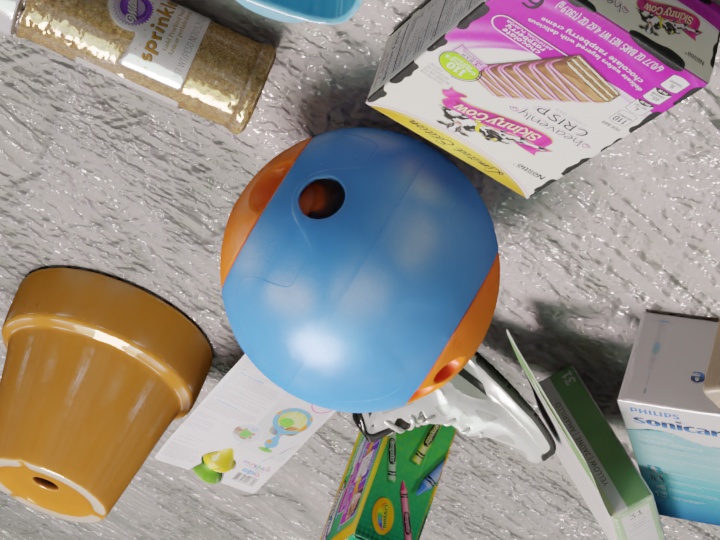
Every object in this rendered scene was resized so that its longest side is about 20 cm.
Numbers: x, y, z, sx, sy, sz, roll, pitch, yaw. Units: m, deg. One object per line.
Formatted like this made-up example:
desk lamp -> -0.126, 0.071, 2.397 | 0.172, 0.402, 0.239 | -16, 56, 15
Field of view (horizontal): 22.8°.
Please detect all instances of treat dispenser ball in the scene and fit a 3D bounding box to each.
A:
treat dispenser ball -> 0.000, 0.000, 1.265 | 0.200, 0.202, 0.201 | 16, 152, 9

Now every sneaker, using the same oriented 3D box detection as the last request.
sneaker -> 0.062, 0.113, 1.480 | 0.200, 0.115, 0.076 | 43, -178, -11

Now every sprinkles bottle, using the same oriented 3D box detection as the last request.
sprinkles bottle -> -0.160, -0.163, 1.226 | 0.199, 0.069, 0.068 | 24, 152, -7

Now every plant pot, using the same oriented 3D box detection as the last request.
plant pot -> -0.263, 0.128, 1.684 | 0.199, 0.184, 0.200 | 15, 152, 8

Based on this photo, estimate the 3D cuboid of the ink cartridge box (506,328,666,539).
ink cartridge box -> 0.186, 0.139, 1.461 | 0.048, 0.146, 0.200 | -27, 144, -3

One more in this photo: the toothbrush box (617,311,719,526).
toothbrush box -> 0.297, 0.127, 1.421 | 0.146, 0.086, 0.200 | 7, 150, 24

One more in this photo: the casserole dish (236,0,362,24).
casserole dish -> -0.042, -0.223, 1.074 | 0.121, 0.039, 0.200 | 19, 153, 1

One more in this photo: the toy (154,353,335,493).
toy -> -0.094, 0.122, 1.669 | 0.115, 0.047, 0.200 | 24, 122, -28

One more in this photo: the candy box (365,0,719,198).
candy box -> 0.110, -0.131, 1.111 | 0.136, 0.061, 0.200 | 29, 152, -17

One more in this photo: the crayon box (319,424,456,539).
crayon box -> 0.030, 0.166, 1.542 | 0.058, 0.201, 0.119 | 25, 152, -8

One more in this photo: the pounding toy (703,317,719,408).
pounding toy -> 0.319, 0.074, 1.206 | 0.142, 0.185, 0.200 | -10, 140, 43
